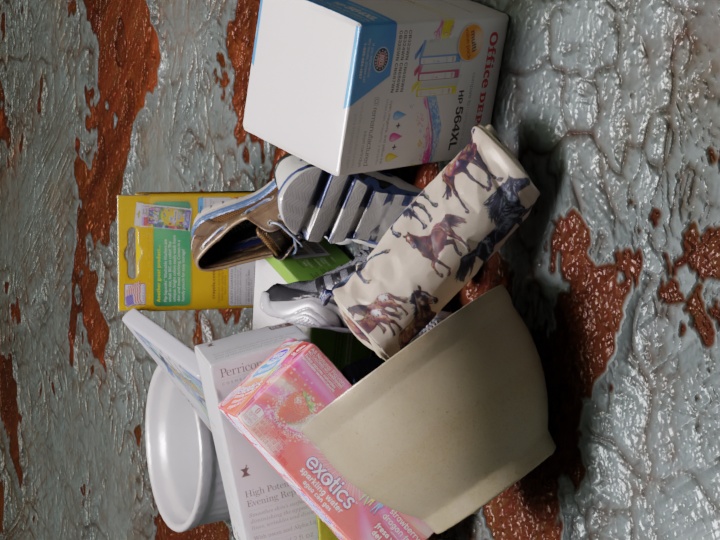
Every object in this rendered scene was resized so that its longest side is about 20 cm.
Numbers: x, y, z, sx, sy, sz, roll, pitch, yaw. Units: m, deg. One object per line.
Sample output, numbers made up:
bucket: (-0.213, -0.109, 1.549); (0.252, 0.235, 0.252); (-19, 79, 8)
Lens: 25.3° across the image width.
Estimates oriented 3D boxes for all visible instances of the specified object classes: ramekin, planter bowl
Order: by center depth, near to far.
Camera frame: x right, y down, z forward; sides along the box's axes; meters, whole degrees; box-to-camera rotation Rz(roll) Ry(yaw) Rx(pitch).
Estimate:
planter bowl: (0.071, 0.123, 1.279); (0.135, 0.200, 0.200); (54, 148, 5)
ramekin: (-0.177, 0.201, 1.877); (0.200, 0.097, 0.201); (179, 90, -64)

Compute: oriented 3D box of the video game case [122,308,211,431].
video game case: (-0.152, 0.133, 1.637); (0.200, 0.022, 0.182); (27, 155, 56)

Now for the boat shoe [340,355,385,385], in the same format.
boat shoe: (0.002, 0.179, 1.533); (0.084, 0.068, 0.201); (8, 101, 63)

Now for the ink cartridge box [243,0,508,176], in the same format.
ink cartridge box: (0.023, -0.168, 1.343); (0.125, 0.200, 0.129); (29, 119, 41)

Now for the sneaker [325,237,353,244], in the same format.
sneaker: (-0.044, -0.126, 1.504); (0.099, 0.071, 0.201); (51, -154, -73)

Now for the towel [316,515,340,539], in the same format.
towel: (0.002, 0.254, 1.497); (0.018, 0.086, 0.201); (-155, 59, -71)

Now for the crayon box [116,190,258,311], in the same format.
crayon box: (-0.172, -0.023, 1.730); (0.052, 0.199, 0.126); (-170, 79, -65)

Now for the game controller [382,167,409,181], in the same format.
game controller: (-0.001, -0.165, 1.511); (0.104, 0.042, 0.200); (50, -160, -60)

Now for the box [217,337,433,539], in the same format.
box: (-0.021, 0.163, 1.417); (0.200, 0.095, 0.103); (48, 170, -10)

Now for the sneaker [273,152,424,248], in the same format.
sneaker: (0.007, -0.061, 1.372); (0.081, 0.199, 0.115); (-62, 28, 16)

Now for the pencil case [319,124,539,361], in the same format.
pencil case: (0.060, -0.025, 1.292); (0.200, 0.078, 0.089); (-48, 46, 4)

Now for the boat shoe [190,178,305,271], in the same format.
boat shoe: (-0.078, -0.046, 1.584); (0.200, 0.072, 0.072); (-24, 36, 22)

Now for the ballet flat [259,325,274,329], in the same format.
ballet flat: (-0.121, 0.097, 1.614); (0.200, 0.057, 0.067); (-41, 28, 64)

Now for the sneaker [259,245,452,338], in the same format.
sneaker: (0.000, 0.000, 1.472); (0.200, 0.075, 0.114); (4, 83, 31)

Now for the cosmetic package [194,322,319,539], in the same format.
cosmetic package: (-0.084, 0.160, 1.504); (0.074, 0.101, 0.201); (-145, 42, -68)

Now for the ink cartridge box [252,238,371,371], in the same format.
ink cartridge box: (-0.052, 0.081, 1.638); (0.148, 0.076, 0.201); (-136, 44, -55)
